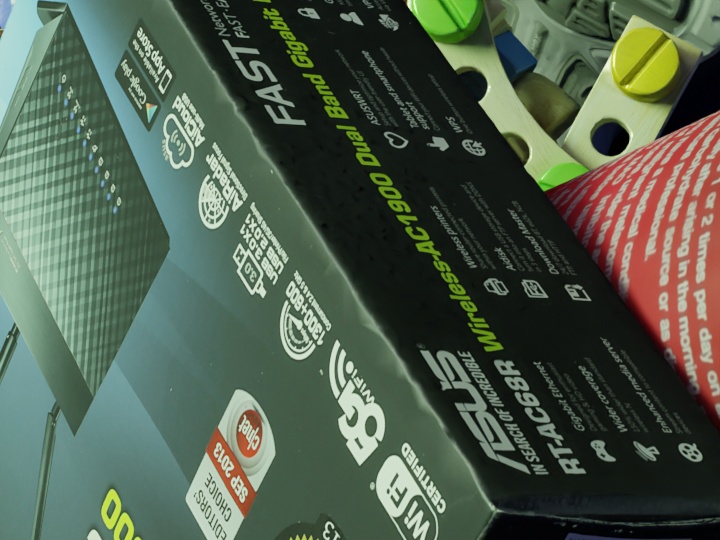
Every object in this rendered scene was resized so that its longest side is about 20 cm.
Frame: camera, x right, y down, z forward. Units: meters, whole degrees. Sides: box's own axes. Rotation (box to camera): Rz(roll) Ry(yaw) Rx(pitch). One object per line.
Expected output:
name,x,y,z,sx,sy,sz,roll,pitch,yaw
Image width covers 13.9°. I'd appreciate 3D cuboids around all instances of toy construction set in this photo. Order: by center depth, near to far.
toy construction set,0.000,0.000,0.769,0.200,0.131,0.092,-48,-8,-15

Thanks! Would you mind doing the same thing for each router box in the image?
router box,-0.022,0.035,0.571,0.200,0.062,0.150,57,133,42

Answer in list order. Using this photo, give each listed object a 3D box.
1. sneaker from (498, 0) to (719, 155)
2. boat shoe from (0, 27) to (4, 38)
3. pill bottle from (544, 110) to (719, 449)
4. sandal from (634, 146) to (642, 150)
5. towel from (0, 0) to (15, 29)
sneaker,0.079,-0.097,0.849,0.099,0.078,0.200,-51,1,-28
boat shoe,-0.097,-0.036,0.810,0.200,0.070,0.070,-26,-23,-44
pill bottle,0.089,0.021,0.562,0.200,0.112,0.112,-25,29,54
sandal,0.061,0.012,0.712,0.200,0.075,0.045,-47,62,15
towel,-0.135,-0.099,0.919,0.200,0.024,0.145,-26,52,15
